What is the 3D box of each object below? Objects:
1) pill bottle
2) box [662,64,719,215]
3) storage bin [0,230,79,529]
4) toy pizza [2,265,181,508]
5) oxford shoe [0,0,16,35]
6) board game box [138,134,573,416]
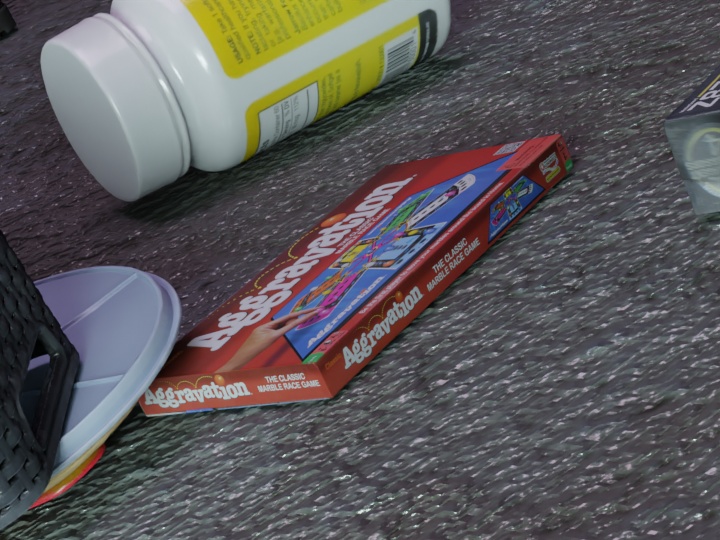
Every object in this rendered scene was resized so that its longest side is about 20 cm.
[{"bbox_3d":[-0.061,-0.124,1.326,0.200,0.115,0.114,-30,19,-22],"label":"pill bottle"},{"bbox_3d":[0.233,-0.094,0.985,0.161,0.049,0.200,-6,24,38],"label":"box"},{"bbox_3d":[-0.220,0.059,0.949,0.200,0.094,0.135,-25,24,13],"label":"storage bin"},{"bbox_3d":[-0.157,0.067,1.019,0.200,0.032,0.200,-24,24,11],"label":"toy pizza"},{"bbox_3d":[-0.375,-0.184,1.946,0.200,0.085,0.073,-32,21,-21],"label":"oxford shoe"},{"bbox_3d":[0.000,0.000,1.052,0.103,0.019,0.200,-10,22,40],"label":"board game box"}]
